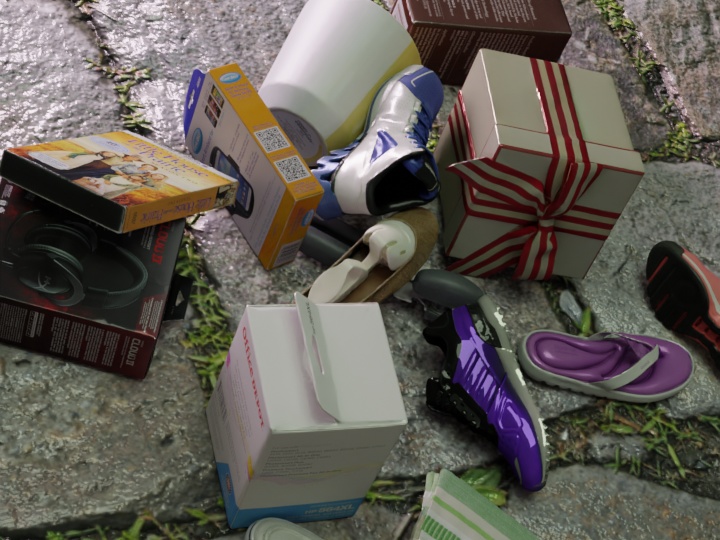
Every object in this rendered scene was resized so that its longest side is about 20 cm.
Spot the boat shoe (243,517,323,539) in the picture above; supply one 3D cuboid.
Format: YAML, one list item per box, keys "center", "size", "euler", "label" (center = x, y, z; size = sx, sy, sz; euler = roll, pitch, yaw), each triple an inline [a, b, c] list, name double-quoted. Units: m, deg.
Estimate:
- center: [-0.015, 0.278, 1.338]
  size: [0.200, 0.070, 0.071]
  euler: [40, 51, 10]
  label: "boat shoe"

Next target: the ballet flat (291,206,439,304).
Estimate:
- center: [0.000, 0.000, 1.503]
  size: [0.200, 0.072, 0.068]
  euler: [-40, 69, -12]
  label: "ballet flat"

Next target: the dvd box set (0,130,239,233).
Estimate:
- center: [-0.227, -0.088, 1.477]
  size: [0.146, 0.029, 0.200]
  euler: [25, 20, 21]
  label: "dvd box set"

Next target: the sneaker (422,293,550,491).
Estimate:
- center: [0.115, 0.130, 1.505]
  size: [0.099, 0.070, 0.201]
  euler: [-17, 71, -7]
  label: "sneaker"

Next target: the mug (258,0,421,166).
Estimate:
- center: [-0.019, -0.184, 1.637]
  size: [0.186, 0.150, 0.153]
  euler: [28, 58, 10]
  label: "mug"

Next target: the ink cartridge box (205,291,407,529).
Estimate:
- center: [-0.048, 0.122, 1.357]
  size: [0.125, 0.200, 0.129]
  euler: [-1, 56, -21]
  label: "ink cartridge box"

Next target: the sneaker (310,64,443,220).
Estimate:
- center: [0.045, -0.117, 1.564]
  size: [0.115, 0.081, 0.200]
  euler: [13, 53, 39]
  label: "sneaker"

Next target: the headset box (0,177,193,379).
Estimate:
- center: [-0.259, 0.005, 1.446]
  size: [0.199, 0.077, 0.149]
  euler: [15, 51, -7]
  label: "headset box"

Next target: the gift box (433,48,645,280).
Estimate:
- center: [0.167, -0.101, 1.623]
  size: [0.199, 0.185, 0.187]
  euler: [5, 45, -13]
  label: "gift box"

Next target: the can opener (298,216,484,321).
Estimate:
- center: [0.033, -0.009, 1.570]
  size: [0.200, 0.067, 0.053]
  euler: [28, 50, 1]
  label: "can opener"

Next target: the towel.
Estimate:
- center: [0.100, 0.278, 1.368]
  size: [0.152, 0.023, 0.200]
  euler: [37, 34, -7]
  label: "towel"

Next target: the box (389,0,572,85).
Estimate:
- center: [0.131, -0.271, 1.780]
  size: [0.199, 0.100, 0.075]
  euler: [3, 54, -19]
  label: "box"

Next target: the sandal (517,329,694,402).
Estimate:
- center: [0.262, 0.092, 1.592]
  size: [0.202, 0.050, 0.083]
  euler: [2, 55, -19]
  label: "sandal"

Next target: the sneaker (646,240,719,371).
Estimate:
- center: [0.390, 0.048, 1.673]
  size: [0.087, 0.074, 0.200]
  euler: [-23, 69, -47]
  label: "sneaker"

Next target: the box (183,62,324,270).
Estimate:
- center: [-0.116, -0.114, 1.559]
  size: [0.041, 0.119, 0.200]
  euler: [-18, 64, -30]
  label: "box"
